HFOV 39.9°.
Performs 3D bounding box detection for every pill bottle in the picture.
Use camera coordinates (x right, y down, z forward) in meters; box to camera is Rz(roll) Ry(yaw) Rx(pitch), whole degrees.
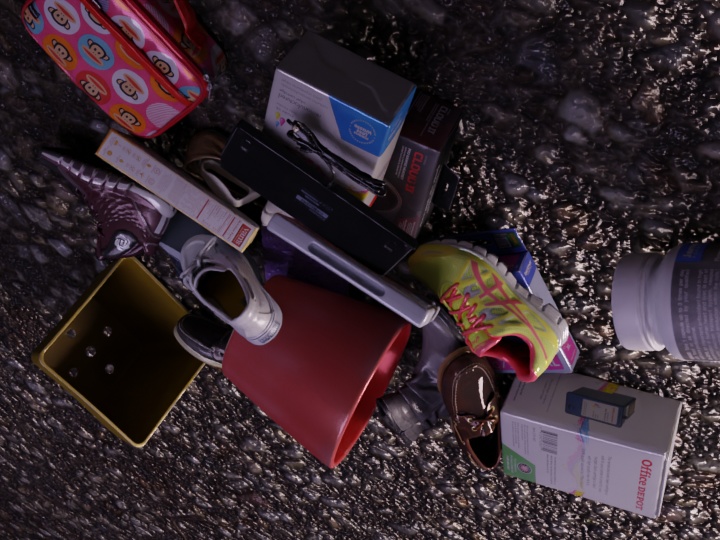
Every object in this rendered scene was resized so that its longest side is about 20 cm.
[{"bbox_3d":[0.348,0.030,0.937,0.198,0.114,0.114,-1,134,34],"label":"pill bottle"}]

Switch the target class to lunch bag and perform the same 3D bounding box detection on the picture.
[{"bbox_3d":[-0.240,-0.249,1.048,0.175,0.082,0.200,-23,120,43],"label":"lunch bag"}]

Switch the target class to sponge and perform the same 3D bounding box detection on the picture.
[{"bbox_3d":[-0.068,0.014,1.272,0.110,0.030,0.201,18,140,15],"label":"sponge"}]

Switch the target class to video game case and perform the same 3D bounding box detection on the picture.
[{"bbox_3d":[0.000,0.000,1.052,0.181,0.023,0.200,33,-177,7],"label":"video game case"}]

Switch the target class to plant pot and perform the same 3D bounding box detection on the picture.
[{"bbox_3d":[-0.058,0.108,1.207,0.176,0.201,0.201,28,144,12],"label":"plant pot"},{"bbox_3d":[-0.371,0.120,1.479,0.200,0.201,0.176,47,151,-22],"label":"plant pot"}]

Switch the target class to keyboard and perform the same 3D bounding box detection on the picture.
[{"bbox_3d":[-0.032,-0.075,0.913,0.199,0.021,0.127,34,147,-9],"label":"keyboard"}]

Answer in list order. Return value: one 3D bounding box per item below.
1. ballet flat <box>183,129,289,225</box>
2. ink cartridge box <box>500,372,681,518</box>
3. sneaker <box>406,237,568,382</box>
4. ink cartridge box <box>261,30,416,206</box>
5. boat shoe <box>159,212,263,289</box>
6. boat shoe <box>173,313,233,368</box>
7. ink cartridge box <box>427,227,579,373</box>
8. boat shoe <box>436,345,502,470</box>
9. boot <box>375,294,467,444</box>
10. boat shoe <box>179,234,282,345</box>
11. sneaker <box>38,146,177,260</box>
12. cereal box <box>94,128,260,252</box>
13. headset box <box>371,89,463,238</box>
[{"bbox_3d":[-0.117,-0.094,1.143,0.199,0.073,0.068,28,140,2],"label":"ballet flat"},{"bbox_3d":[0.279,0.207,1.211,0.198,0.088,0.146,14,141,23],"label":"ink cartridge box"},{"bbox_3d":[0.130,0.044,1.057,0.199,0.091,0.078,34,144,-3],"label":"sneaker"},{"bbox_3d":[-0.034,-0.112,0.945,0.115,0.068,0.201,27,141,5],"label":"ink cartridge box"},{"bbox_3d":[-0.184,0.004,1.279,0.200,0.071,0.091,37,159,35],"label":"boat shoe"},{"bbox_3d":[-0.173,0.109,1.427,0.198,0.073,0.065,26,132,0],"label":"boat shoe"},{"bbox_3d":[0.161,0.040,1.140,0.118,0.042,0.201,-4,130,37],"label":"ink cartridge box"},{"bbox_3d":[0.142,0.169,1.197,0.071,0.070,0.201,61,174,40],"label":"boat shoe"},{"bbox_3d":[0.074,0.131,1.207,0.070,0.131,0.201,52,171,49],"label":"boot"},{"bbox_3d":[-0.171,0.008,1.146,0.086,0.075,0.202,39,-174,-47],"label":"boat shoe"},{"bbox_3d":[-0.338,-0.077,1.266,0.198,0.076,0.117,24,100,12],"label":"sneaker"},{"bbox_3d":[-0.209,-0.093,1.175,0.199,0.040,0.144,34,-179,-7],"label":"cereal box"},{"bbox_3d":[0.009,-0.122,1.022,0.198,0.075,0.149,25,142,8],"label":"headset box"}]
